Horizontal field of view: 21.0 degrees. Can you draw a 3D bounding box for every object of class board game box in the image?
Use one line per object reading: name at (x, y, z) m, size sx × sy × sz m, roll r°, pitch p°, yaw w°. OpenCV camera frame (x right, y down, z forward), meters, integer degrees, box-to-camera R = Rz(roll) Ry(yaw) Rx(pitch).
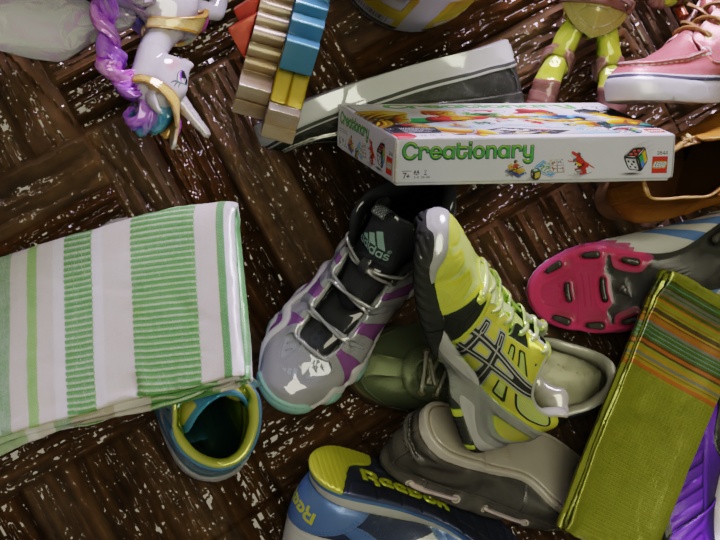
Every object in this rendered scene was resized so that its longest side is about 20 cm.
board game box at (0.097, -0.088, 1.330) m, size 0.200 × 0.126 × 0.035 m, roll -2°, pitch 105°, yaw -18°

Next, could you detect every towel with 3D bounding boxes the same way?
towel at (-0.169, 0.036, 1.305) m, size 0.200 × 0.023 × 0.153 m, roll -16°, pitch 58°, yaw 15°
towel at (0.211, 0.105, 1.378) m, size 0.086 × 0.018 × 0.200 m, roll 26°, pitch 84°, yaw -21°

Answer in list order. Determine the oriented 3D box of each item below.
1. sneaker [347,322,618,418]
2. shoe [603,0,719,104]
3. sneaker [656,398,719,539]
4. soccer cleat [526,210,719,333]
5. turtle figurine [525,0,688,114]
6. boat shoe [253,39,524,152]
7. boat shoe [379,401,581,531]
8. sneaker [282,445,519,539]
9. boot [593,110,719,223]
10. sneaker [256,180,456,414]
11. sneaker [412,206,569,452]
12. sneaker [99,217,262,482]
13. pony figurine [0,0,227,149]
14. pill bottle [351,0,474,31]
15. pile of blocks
sneaker at (0.092, 0.070, 1.394) m, size 0.200 × 0.090 × 0.067 m, roll 6°, pitch 82°, yaw -12°
shoe at (0.250, -0.169, 1.415) m, size 0.200 × 0.071 × 0.091 m, roll -8°, pitch 99°, yaw -40°
sneaker at (0.220, 0.176, 1.427) m, size 0.099 × 0.070 × 0.200 m, roll 16°, pitch 74°, yaw -13°
soccer cleat at (0.224, 0.001, 1.445) m, size 0.200 × 0.086 × 0.070 m, roll -13°, pitch 92°, yaw 11°
turtle figurine at (0.182, -0.189, 1.444) m, size 0.200 × 0.064 × 0.161 m, roll 9°, pitch 84°, yaw -11°
boat shoe at (0.024, -0.111, 1.402) m, size 0.200 × 0.071 × 0.064 m, roll -17°, pitch 94°, yaw -10°
boat shoe at (0.100, 0.148, 1.400) m, size 0.200 × 0.057 × 0.067 m, roll 26°, pitch 43°, yaw -33°
sneaker at (0.034, 0.194, 1.386) m, size 0.200 × 0.074 × 0.082 m, roll 25°, pitch 110°, yaw -19°
boot at (0.274, -0.082, 1.416) m, size 0.201 × 0.144 × 0.071 m, roll -22°, pitch 92°, yaw -13°
sneaker at (0.000, 0.000, 1.337) m, size 0.078 × 0.140 × 0.200 m, roll 33°, pitch 66°, yaw 8°
sneaker at (0.084, 0.034, 1.293) m, size 0.076 × 0.075 × 0.200 m, roll -12°, pitch 130°, yaw 14°
sneaker at (-0.122, 0.050, 1.331) m, size 0.080 × 0.131 × 0.200 m, roll -28°, pitch 91°, yaw -12°
pony figurine at (-0.165, -0.201, 1.340) m, size 0.193 × 0.167 × 0.200 m, roll 26°, pitch 65°, yaw -20°
pill bottle at (0.049, -0.234, 1.347) m, size 0.112 × 0.200 × 0.112 m, roll 0°, pitch 87°, yaw -8°
pile of blocks at (-0.053, -0.189, 1.337) m, size 0.062 × 0.082 × 0.200 m, roll 14°, pitch 70°, yaw -7°
